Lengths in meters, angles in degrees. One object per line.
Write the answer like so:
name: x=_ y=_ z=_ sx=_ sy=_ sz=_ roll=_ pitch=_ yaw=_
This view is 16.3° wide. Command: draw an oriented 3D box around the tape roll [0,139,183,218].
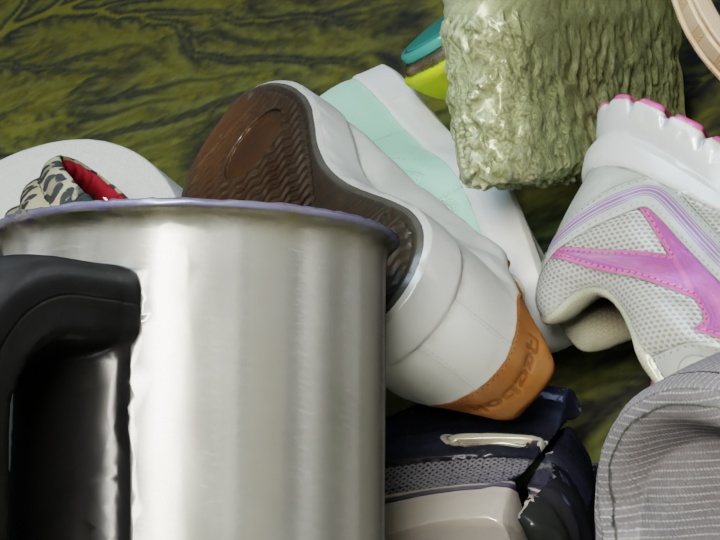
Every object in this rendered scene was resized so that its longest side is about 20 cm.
tape roll: x=-0.131 y=0.045 z=0.926 sx=0.203 sy=0.037 sz=0.203 roll=-23 pitch=49 yaw=28

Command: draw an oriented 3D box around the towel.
towel: x=0.072 y=-0.101 z=0.886 sx=0.036 sy=0.148 sz=0.200 roll=-4 pitch=6 yaw=25

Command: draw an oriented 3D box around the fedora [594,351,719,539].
fedora: x=0.127 y=0.071 z=0.631 sx=0.090 sy=0.177 sz=0.200 roll=-1 pitch=2 yaw=-31

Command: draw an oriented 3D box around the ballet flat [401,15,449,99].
ballet flat: x=0.083 y=-0.105 z=0.999 sx=0.067 sy=0.067 sz=0.200 roll=-27 pitch=14 yaw=36

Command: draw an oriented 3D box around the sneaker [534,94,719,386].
sneaker: x=0.138 y=0.022 z=0.793 sx=0.200 sy=0.081 sz=0.088 roll=29 pitch=85 yaw=39

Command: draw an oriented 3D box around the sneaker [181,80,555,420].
sneaker: x=0.000 y=0.000 z=0.837 sx=0.073 sy=0.085 sz=0.200 roll=-52 pitch=30 yaw=6

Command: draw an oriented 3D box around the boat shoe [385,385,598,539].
boat shoe: x=-0.012 y=0.089 z=0.824 sx=0.200 sy=0.075 sz=0.093 roll=-7 pitch=24 yaw=23

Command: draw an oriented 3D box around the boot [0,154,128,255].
boot: x=-0.115 y=0.052 z=0.796 sx=0.154 sy=0.073 sz=0.204 roll=-50 pitch=25 yaw=6

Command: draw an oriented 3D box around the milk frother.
milk frother: x=-0.015 y=0.076 z=0.648 sx=0.200 sy=0.181 sz=0.188 roll=-3 pitch=81 yaw=16

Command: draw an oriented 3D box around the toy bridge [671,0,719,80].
toy bridge: x=0.152 y=-0.082 z=0.852 sx=0.067 sy=0.200 sz=0.027 roll=-39 pitch=-7 yaw=-18

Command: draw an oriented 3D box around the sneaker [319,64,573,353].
sneaker: x=-0.001 y=0.001 z=0.924 sx=0.118 sy=0.074 sz=0.200 roll=-31 pitch=29 yaw=-6
